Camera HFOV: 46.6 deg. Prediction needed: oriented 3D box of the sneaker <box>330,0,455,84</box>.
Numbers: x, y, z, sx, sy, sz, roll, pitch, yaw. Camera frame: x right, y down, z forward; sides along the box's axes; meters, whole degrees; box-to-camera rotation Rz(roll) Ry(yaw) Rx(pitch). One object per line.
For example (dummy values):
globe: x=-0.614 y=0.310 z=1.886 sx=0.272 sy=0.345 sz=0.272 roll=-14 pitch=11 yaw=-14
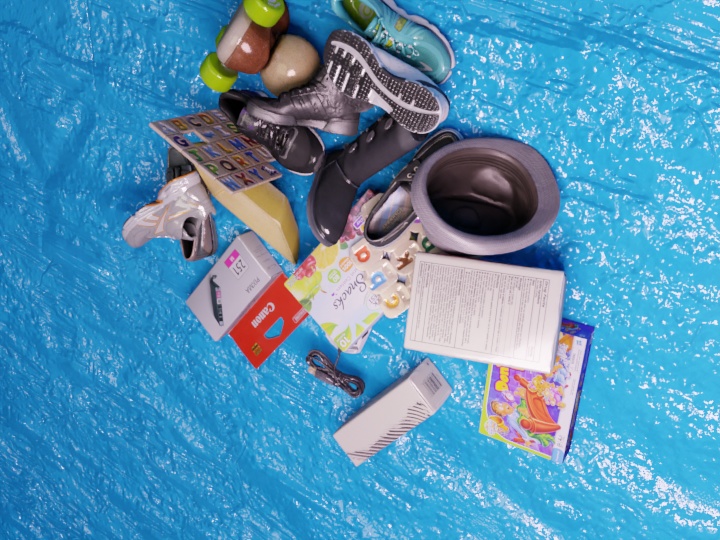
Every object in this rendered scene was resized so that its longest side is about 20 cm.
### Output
sneaker: x=0.040 y=-0.317 z=1.135 sx=0.199 sy=0.079 sz=0.078 roll=39 pitch=123 yaw=13

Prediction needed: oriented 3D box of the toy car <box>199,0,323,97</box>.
toy car: x=-0.105 y=-0.312 z=1.222 sx=0.198 sy=0.160 sz=0.164 roll=34 pitch=131 yaw=-18

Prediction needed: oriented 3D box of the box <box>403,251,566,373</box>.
box: x=0.168 y=0.053 z=1.112 sx=0.195 sy=0.109 sz=0.131 roll=9 pitch=91 yaw=16

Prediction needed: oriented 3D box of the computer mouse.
computer mouse: x=-0.016 y=0.092 z=1.335 sx=0.108 sy=0.044 sz=0.204 roll=24 pitch=107 yaw=16

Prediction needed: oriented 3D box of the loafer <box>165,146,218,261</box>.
loafer: x=-0.295 y=-0.115 z=1.429 sx=0.070 sy=0.063 sz=0.205 roll=-4 pitch=106 yaw=33

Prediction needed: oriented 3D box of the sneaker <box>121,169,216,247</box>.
sneaker: x=-0.317 y=-0.077 z=1.382 sx=0.198 sy=0.075 sz=0.093 roll=-34 pitch=91 yaw=35

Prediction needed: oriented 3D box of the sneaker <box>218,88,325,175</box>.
sneaker: x=-0.141 y=-0.207 z=1.255 sx=0.199 sy=0.087 sz=0.077 roll=39 pitch=111 yaw=30

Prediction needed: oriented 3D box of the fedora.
fedora: x=0.158 y=-0.083 z=1.116 sx=0.091 sy=0.195 sz=0.180 roll=105 pitch=147 yaw=-60

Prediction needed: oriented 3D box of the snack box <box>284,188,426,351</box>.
snack box: x=0.000 y=0.000 z=1.261 sx=0.142 sy=0.053 sz=0.200 roll=45 pitch=106 yaw=7

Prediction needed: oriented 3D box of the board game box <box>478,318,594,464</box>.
board game box: x=0.251 y=0.161 z=1.206 sx=0.132 sy=0.045 sz=0.205 roll=16 pitch=116 yaw=26

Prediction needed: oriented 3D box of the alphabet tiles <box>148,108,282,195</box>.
alphabet tiles: x=-0.195 y=-0.186 z=1.256 sx=0.166 sy=0.199 sz=0.008 roll=39 pitch=121 yaw=12

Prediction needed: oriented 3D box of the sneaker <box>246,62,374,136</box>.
sneaker: x=-0.056 y=-0.251 z=1.165 sx=0.195 sy=0.060 sz=0.107 roll=8 pitch=112 yaw=-17

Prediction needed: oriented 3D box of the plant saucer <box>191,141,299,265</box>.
plant saucer: x=-0.170 y=-0.114 z=1.310 sx=0.199 sy=0.049 sz=0.200 roll=39 pitch=168 yaw=13

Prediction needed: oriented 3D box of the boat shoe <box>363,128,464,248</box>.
boat shoe: x=0.075 y=-0.112 z=1.164 sx=0.068 sy=0.057 sz=0.201 roll=39 pitch=99 yaw=10

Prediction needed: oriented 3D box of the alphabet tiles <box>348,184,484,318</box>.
alphabet tiles: x=0.088 y=-0.032 z=1.199 sx=0.194 sy=0.015 sz=0.202 roll=-35 pitch=84 yaw=11

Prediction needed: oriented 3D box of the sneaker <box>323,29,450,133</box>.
sneaker: x=0.035 y=-0.250 z=1.110 sx=0.199 sy=0.080 sz=0.074 roll=40 pitch=119 yaw=13

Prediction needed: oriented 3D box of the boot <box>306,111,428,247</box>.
boot: x=0.015 y=-0.142 z=1.180 sx=0.198 sy=0.168 sz=0.065 roll=-26 pitch=138 yaw=35

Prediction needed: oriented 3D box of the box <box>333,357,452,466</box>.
box: x=0.050 y=0.228 z=1.336 sx=0.069 sy=0.082 sz=0.200 roll=50 pitch=127 yaw=4

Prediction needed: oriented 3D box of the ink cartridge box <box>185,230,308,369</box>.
ink cartridge box: x=-0.197 y=0.061 z=1.449 sx=0.175 sy=0.043 sz=0.200 roll=51 pitch=126 yaw=7
